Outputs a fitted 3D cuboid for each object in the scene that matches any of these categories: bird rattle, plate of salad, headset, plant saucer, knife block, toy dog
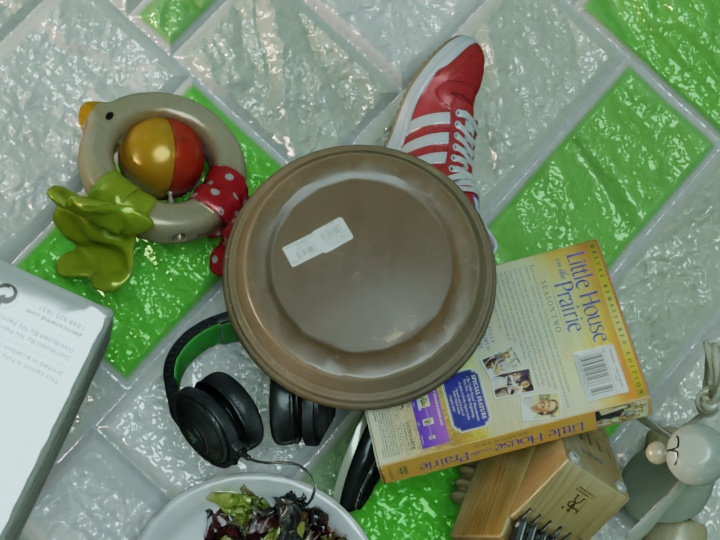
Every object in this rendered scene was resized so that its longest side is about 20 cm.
[{"bbox_3d":[-0.138,-0.067,1.398,0.199,0.113,0.164,-7,63,-14],"label":"bird rattle"},{"bbox_3d":[-0.079,0.248,1.349,0.199,0.048,0.201,0,87,0],"label":"plate of salad"},{"bbox_3d":[-0.073,0.113,1.356,0.123,0.094,0.200,-13,42,-10],"label":"headset"},{"bbox_3d":[0.000,0.000,1.332,0.199,0.029,0.201,1,72,-2],"label":"plant saucer"},{"bbox_3d":[0.110,0.182,1.374,0.064,0.200,0.176,34,112,-23],"label":"knife block"},{"bbox_3d":[0.215,0.147,1.376,0.096,0.201,0.132,2,52,5],"label":"toy dog"}]

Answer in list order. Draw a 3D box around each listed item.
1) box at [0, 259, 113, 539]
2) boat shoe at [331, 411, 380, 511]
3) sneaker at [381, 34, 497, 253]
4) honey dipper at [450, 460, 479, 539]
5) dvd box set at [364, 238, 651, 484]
[{"bbox_3d":[-0.304,0.085,1.317,0.198,0.131,0.201,25,75,-3],"label":"box"},{"bbox_3d":[0.045,0.101,1.402,0.066,0.075,0.200,25,66,9],"label":"boat shoe"},{"bbox_3d":[0.072,-0.080,1.424,0.112,0.071,0.201,23,80,31],"label":"sneaker"},{"bbox_3d":[0.067,0.228,1.399,0.038,0.038,0.201,21,77,-5],"label":"honey dipper"},{"bbox_3d":[0.096,0.064,1.346,0.199,0.029,0.147,-15,54,1],"label":"dvd box set"}]
